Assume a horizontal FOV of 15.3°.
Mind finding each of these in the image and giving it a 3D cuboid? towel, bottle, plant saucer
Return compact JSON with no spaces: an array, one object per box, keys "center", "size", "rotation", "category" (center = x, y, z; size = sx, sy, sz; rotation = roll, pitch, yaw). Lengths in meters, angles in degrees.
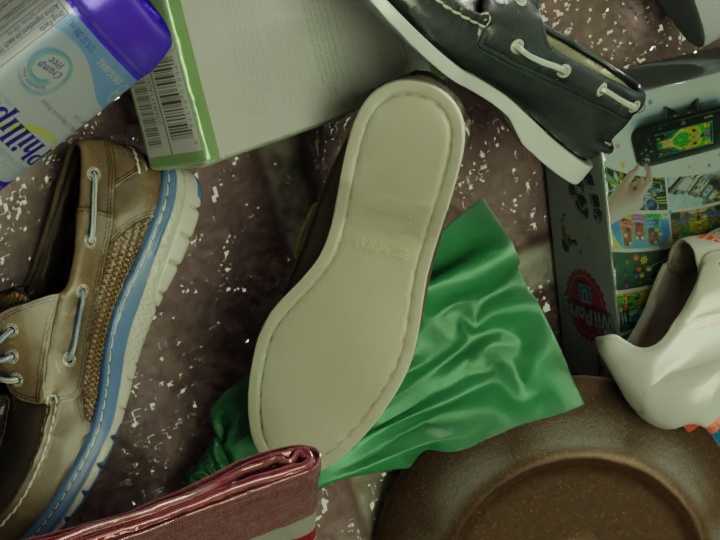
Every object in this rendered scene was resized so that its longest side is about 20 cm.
[{"center":[-0.089,0.167,1.240],"size":[0.144,0.023,0.200],"rotation":[-18,141,-21],"category":"towel"},{"center":[-0.181,-0.068,1.182],"size":[0.200,0.065,0.084],"rotation":[-38,148,2],"category":"bottle"},{"center":[0.108,0.154,1.386],"size":[0.200,0.037,0.201],"rotation":[-2,109,-6],"category":"plant saucer"}]

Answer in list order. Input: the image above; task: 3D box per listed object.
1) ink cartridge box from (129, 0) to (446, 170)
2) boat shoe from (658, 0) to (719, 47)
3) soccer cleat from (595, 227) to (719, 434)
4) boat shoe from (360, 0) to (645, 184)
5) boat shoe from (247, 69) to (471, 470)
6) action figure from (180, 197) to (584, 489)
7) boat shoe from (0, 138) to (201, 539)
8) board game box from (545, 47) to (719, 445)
[{"center":[-0.031,-0.143,1.283],"size":[0.200,0.048,0.146],"rotation":[-22,102,-42],"category":"ink cartridge box"},{"center":[0.163,-0.216,1.377],"size":[0.068,0.074,0.199],"rotation":[-24,101,-9],"category":"boat shoe"},{"center":[0.203,-0.003,1.370],"size":[0.078,0.069,0.200],"rotation":[47,71,-11],"category":"soccer cleat"},{"center":[0.062,-0.114,1.276],"size":[0.060,0.076,0.200],"rotation":[-46,137,10],"category":"boat shoe"},{"center":[0.000,0.000,1.277],"size":[0.072,0.060,0.200],"rotation":[18,104,0],"category":"boat shoe"},{"center":[-0.002,0.061,1.334],"size":[0.200,0.055,0.118],"rotation":[-28,97,-11],"category":"action figure"},{"center":[-0.145,0.033,1.251],"size":[0.072,0.072,0.200],"rotation":[26,75,-26],"category":"boat shoe"},{"center":[0.178,-0.010,1.428],"size":[0.147,0.064,0.200],"rotation":[-15,107,-27],"category":"board game box"}]
